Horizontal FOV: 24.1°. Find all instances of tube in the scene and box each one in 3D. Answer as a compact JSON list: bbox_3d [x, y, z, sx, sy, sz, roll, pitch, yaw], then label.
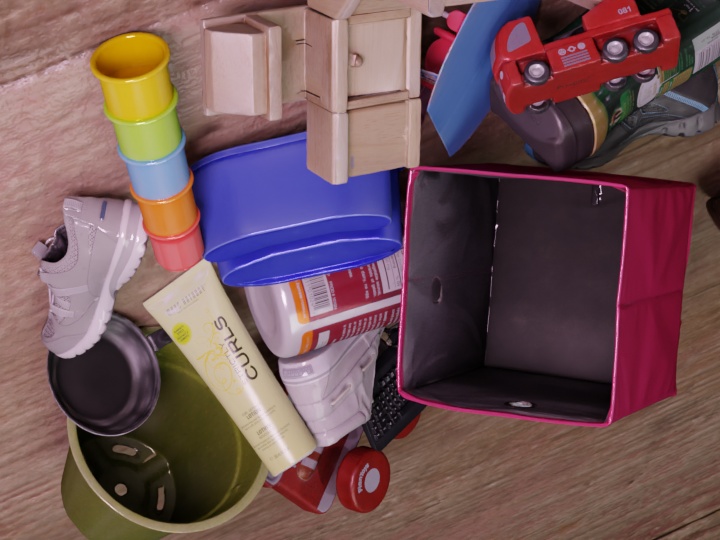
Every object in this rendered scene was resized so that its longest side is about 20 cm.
[{"bbox_3d":[-0.115,0.092,1.535,0.058,0.201,0.052,-33,180,-27],"label":"tube"}]

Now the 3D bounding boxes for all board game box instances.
[{"bbox_3d":[0.088,-0.185,1.360,0.159,0.039,0.200,-60,165,-5],"label":"board game box"}]

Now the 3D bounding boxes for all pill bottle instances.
[{"bbox_3d":[0.000,0.000,1.548,0.198,0.114,0.113,-17,150,-19],"label":"pill bottle"}]

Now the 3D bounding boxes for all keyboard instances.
[{"bbox_3d":[0.061,0.090,1.708,0.039,0.105,0.200,-9,-156,41],"label":"keyboard"}]

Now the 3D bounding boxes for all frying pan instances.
[{"bbox_3d":[-0.217,0.066,1.534,0.115,0.191,0.031,44,142,-17],"label":"frying pan"}]

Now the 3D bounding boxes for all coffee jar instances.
[{"bbox_3d":[0.207,-0.172,1.410,0.199,0.104,0.086,-36,153,-15],"label":"coffee jar"}]

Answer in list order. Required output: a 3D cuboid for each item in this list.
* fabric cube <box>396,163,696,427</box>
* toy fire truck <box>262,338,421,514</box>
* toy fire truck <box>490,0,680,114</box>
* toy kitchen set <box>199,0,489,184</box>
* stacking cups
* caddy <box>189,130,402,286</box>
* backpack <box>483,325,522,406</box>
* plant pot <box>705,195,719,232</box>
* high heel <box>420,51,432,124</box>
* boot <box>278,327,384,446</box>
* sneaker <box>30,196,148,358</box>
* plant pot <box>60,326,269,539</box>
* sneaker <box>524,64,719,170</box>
[{"bbox_3d":[0.162,0.014,1.447,0.195,0.202,0.199,6,-174,25],"label":"fabric cube"},{"bbox_3d":[-0.037,0.144,1.710,0.168,0.111,0.201,42,67,-49],"label":"toy fire truck"},{"bbox_3d":[0.191,-0.215,1.353,0.198,0.142,0.049,-16,152,-1],"label":"toy fire truck"},{"bbox_3d":[-0.003,-0.142,1.176,0.162,0.180,0.202,-12,116,-27],"label":"toy kitchen set"},{"bbox_3d":[-0.160,-0.083,1.283,0.060,0.061,0.201,-19,136,-14],"label":"stacking cups"},{"bbox_3d":[-0.054,-0.063,1.406,0.198,0.106,0.141,-11,162,6],"label":"caddy"},{"bbox_3d":[0.165,0.042,1.659,0.200,0.176,0.153,-41,177,-18],"label":"backpack"},{"bbox_3d":[0.509,-0.074,1.794,0.198,0.201,0.200,-48,146,20],"label":"plant pot"},{"bbox_3d":[-0.008,-0.143,1.360,0.096,0.067,0.199,-52,158,20],"label":"high heel"},{"bbox_3d":[-0.015,0.091,1.620,0.073,0.096,0.200,-6,-159,29],"label":"boot"},{"bbox_3d":[-0.239,-0.003,1.412,0.081,0.075,0.200,19,136,-15],"label":"sneaker"},{"bbox_3d":[-0.208,0.183,1.624,0.199,0.202,0.190,-10,160,-29],"label":"plant pot"},{"bbox_3d":[0.241,-0.155,1.567,0.199,0.073,0.082,-20,127,-14],"label":"sneaker"}]
